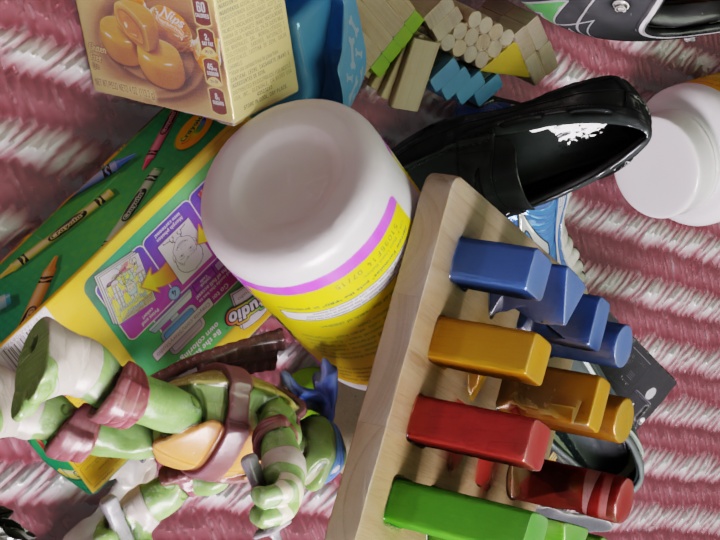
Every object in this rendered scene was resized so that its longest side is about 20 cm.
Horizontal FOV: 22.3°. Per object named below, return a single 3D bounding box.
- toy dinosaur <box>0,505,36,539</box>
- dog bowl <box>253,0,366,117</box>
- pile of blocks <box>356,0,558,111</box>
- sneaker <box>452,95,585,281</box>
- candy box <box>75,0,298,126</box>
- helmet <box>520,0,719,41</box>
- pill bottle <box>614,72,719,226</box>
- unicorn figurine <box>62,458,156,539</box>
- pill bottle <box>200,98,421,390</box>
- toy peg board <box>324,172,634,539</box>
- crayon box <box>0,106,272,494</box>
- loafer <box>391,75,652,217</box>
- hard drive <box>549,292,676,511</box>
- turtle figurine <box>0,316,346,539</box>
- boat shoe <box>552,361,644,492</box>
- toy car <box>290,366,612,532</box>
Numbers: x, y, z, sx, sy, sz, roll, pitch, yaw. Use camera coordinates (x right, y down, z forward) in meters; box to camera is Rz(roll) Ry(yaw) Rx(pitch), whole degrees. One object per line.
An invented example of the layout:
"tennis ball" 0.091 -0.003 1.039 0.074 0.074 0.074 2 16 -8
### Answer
"toy dinosaur" -0.243 0.149 0.911 0.136 0.102 0.200 -45 164 -3
"dog bowl" -0.055 -0.159 1.016 0.050 0.111 0.201 -47 134 -45
"pile of blocks" 0.036 -0.147 1.161 0.199 0.062 0.083 10 107 -42
"sneaker" 0.099 -0.031 1.250 0.089 0.078 0.201 -45 132 -33
"candy box" -0.102 -0.185 0.942 0.055 0.115 0.201 -33 125 -38
"helmet" 0.168 -0.239 1.167 0.190 0.200 0.202 1 102 -39
"pill bottle" 0.284 -0.099 1.414 0.199 0.109 0.110 -18 116 -44
"unicorn figurine" -0.139 0.179 1.032 0.137 0.074 0.201 -26 95 -52
"pill bottle" 0.000 0.000 0.992 0.105 0.104 0.200 -60 146 -15
"toy peg board" 0.092 0.080 0.969 0.200 0.097 0.200 35 69 -57
"crayon box" -0.120 0.009 1.009 0.200 0.058 0.119 -46 133 -18
"loafer" 0.090 -0.067 1.165 0.199 0.071 0.068 -21 115 5
"hard drive" 0.126 0.119 1.316 0.200 0.038 0.140 -50 137 1
"turtle figurine" -0.098 0.115 0.912 0.193 0.144 0.201 23 89 -25
"boat shoe" 0.130 0.070 1.221 0.073 0.062 0.201 -35 106 -1
"toy car" 0.078 0.106 1.172 0.200 0.164 0.158 44 69 -31
